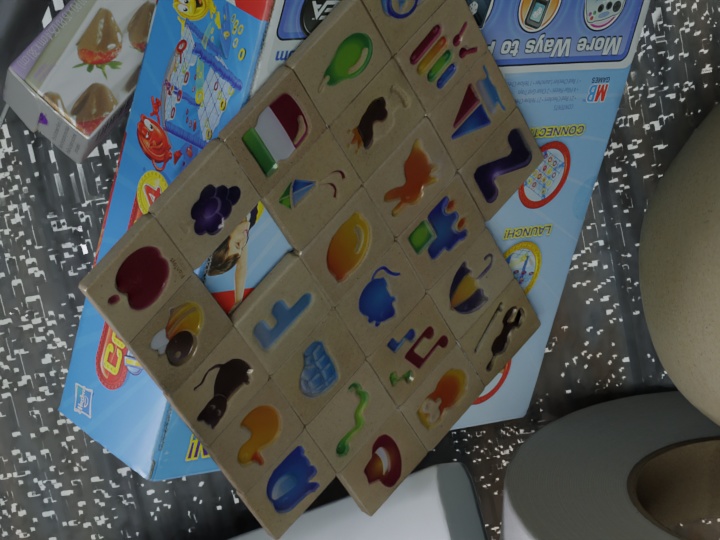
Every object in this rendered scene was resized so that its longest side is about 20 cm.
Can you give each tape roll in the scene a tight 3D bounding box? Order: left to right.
[{"bbox_3d":[0.151,0.100,1.109,0.202,0.203,0.037,3,112,1],"label":"tape roll"}]

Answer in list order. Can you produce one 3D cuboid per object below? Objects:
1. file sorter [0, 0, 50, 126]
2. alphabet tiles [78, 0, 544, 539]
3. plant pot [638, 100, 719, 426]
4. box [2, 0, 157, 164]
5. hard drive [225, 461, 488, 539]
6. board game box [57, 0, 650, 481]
[{"bbox_3d":[-0.181,-0.098,1.051,0.124,0.200,0.139,25,110,-3],"label":"file sorter"},{"bbox_3d":[0.000,0.000,1.043,0.167,0.008,0.200,-48,141,-13],"label":"alphabet tiles"},{"bbox_3d":[0.182,-0.003,1.091,0.134,0.200,0.201,-10,113,36],"label":"plant pot"},{"bbox_3d":[-0.049,-0.124,1.061,0.039,0.041,0.200,41,75,-1],"label":"box"},{"bbox_3d":[-0.025,0.165,1.158,0.200,0.027,0.132,-23,76,36],"label":"hard drive"},{"bbox_3d":[0.002,-0.034,1.073,0.056,0.200,0.196,33,116,38],"label":"board game box"}]
